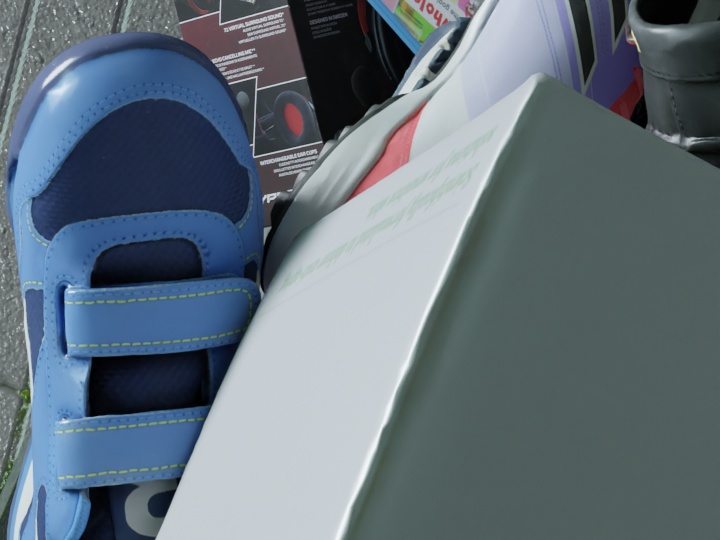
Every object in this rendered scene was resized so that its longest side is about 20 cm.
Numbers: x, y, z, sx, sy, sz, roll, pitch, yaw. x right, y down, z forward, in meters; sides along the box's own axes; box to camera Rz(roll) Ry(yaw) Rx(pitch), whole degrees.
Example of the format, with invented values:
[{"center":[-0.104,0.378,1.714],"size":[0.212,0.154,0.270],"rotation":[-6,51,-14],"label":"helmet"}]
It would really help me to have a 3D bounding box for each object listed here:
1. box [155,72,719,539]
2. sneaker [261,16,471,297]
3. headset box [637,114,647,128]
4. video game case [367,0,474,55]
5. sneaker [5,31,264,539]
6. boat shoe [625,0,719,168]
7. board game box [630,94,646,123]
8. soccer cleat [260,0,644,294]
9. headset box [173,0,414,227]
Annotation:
[{"center":[0.043,0.095,0.554],"size":[0.201,0.171,0.199],"rotation":[-67,12,-15],"label":"box"},{"center":[0.000,0.000,0.868],"size":[0.086,0.077,0.201],"rotation":[21,92,50],"label":"sneaker"},{"center":[0.044,0.004,1.001],"size":[0.201,0.077,0.149],"rotation":[-66,11,-19],"label":"headset box"},{"center":[0.064,-0.162,0.897],"size":[0.143,0.018,0.200],"rotation":[50,130,28],"label":"video game case"},{"center":[-0.059,0.033,0.660],"size":[0.082,0.074,0.201],"rotation":[-120,29,-58],"label":"sneaker"},{"center":[0.137,-0.099,0.725],"size":[0.073,0.063,0.202],"rotation":[0,35,30],"label":"boat shoe"},{"center":[0.127,-0.128,0.839],"size":[0.120,0.032,0.200],"rotation":[-49,-12,-37],"label":"board game box"},{"center":[0.055,-0.047,0.720],"size":[0.200,0.073,0.068],"rotation":[-47,-20,-25],"label":"soccer cleat"},{"center":[-0.013,-0.133,1.127],"size":[0.075,0.201,0.148],"rotation":[-10,6,41],"label":"headset box"}]
